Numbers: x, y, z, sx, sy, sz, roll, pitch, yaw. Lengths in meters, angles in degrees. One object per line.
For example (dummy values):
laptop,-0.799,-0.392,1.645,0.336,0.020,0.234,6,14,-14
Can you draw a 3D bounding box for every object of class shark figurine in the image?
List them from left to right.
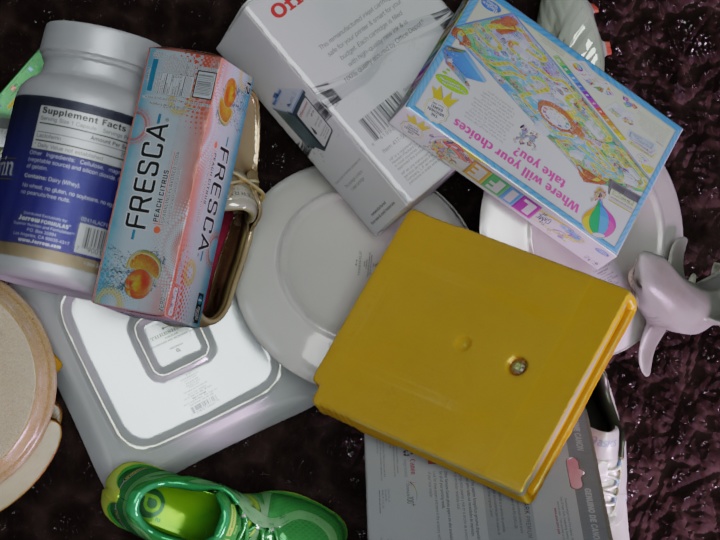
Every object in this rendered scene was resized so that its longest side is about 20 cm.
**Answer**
shark figurine,0.294,0.018,1.745,0.214,0.089,0.128,-27,125,-47

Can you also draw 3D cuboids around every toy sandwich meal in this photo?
toy sandwich meal,-0.321,0.092,1.686,0.205,0.070,0.205,0,86,-2

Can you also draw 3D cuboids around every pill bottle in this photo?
pill bottle,-0.216,-0.083,1.656,0.116,0.116,0.200,13,83,-7

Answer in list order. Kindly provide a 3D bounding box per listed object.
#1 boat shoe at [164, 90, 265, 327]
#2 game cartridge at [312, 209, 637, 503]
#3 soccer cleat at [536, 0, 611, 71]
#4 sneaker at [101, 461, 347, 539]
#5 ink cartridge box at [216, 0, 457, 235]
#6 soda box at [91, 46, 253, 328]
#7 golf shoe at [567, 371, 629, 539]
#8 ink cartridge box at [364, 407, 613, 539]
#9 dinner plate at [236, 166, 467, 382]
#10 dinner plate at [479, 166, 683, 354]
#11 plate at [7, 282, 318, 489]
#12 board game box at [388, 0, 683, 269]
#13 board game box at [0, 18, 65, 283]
boat shoe,-0.106,-0.050,1.676,0.074,0.069,0.200,12,89,-38
game cartridge,0.081,0.061,1.622,0.200,0.032,0.176,22,73,30
soccer cleat,0.159,-0.135,1.756,0.078,0.069,0.200,-4,92,-27
sneaker,-0.104,0.203,1.694,0.200,0.084,0.074,14,92,-18
ink cartridge box,0.009,-0.154,1.703,0.146,0.086,0.200,-40,87,-27
soda box,-0.139,-0.062,1.615,0.064,0.068,0.200,10,83,20
golf shoe,0.176,0.167,1.696,0.078,0.097,0.200,1,55,-11
ink cartridge box,0.092,0.186,1.618,0.175,0.200,0.084,-3,120,1
dinner plate,0.000,0.000,1.716,0.200,0.024,0.200,4,67,-9
dinner plate,0.182,-0.029,1.717,0.200,0.024,0.200,1,88,-30
plate,-0.151,0.054,1.726,0.200,0.032,0.200,-26,92,-9
board game box,0.137,-0.112,1.673,0.200,0.034,0.134,35,62,-7
board game box,-0.261,-0.091,1.718,0.105,0.023,0.200,41,82,-4
